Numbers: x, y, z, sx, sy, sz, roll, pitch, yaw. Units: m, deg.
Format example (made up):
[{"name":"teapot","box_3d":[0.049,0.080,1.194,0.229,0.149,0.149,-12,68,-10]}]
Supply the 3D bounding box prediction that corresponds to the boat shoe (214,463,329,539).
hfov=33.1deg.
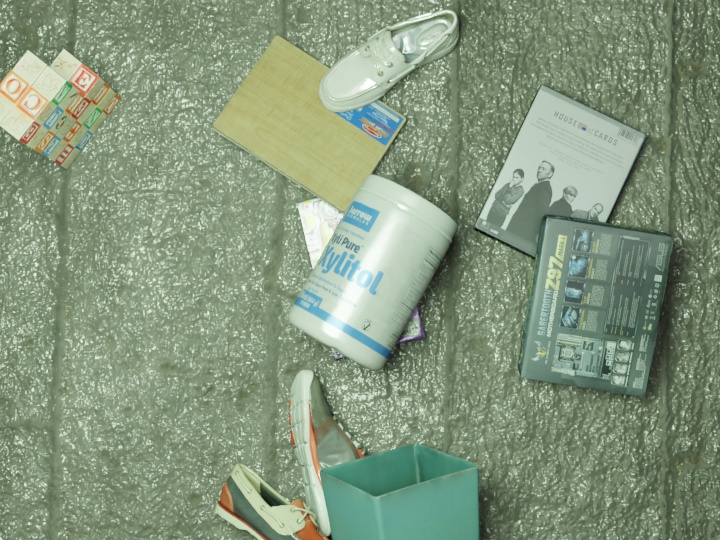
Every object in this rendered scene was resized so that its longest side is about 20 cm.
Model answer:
[{"name":"boat shoe","box_3d":[-0.090,0.298,1.439,0.199,0.071,0.063,24,88,35]}]

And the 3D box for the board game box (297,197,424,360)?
[{"name":"board game box","box_3d":[0.000,0.000,1.511,0.119,0.032,0.202,-14,86,-5]}]

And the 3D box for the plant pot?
[{"name":"plant pot","box_3d":[0.055,0.327,1.413,0.140,0.141,0.203,-11,98,-28]}]

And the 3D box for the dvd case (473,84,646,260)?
[{"name":"dvd case","box_3d":[0.250,-0.111,1.517,0.149,0.025,0.202,26,86,3]}]

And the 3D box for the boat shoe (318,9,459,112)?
[{"name":"boat shoe","box_3d":[0.034,-0.269,1.502,0.199,0.069,0.071,-33,83,-6]}]

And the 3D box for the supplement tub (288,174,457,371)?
[{"name":"supplement tub","box_3d":[0.014,0.004,1.433,0.131,0.132,0.202,28,86,3]}]

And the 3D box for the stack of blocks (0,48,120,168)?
[{"name":"stack of blocks","box_3d":[-0.364,-0.199,1.443,0.058,0.200,0.116,37,88,4]}]

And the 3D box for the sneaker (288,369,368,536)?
[{"name":"sneaker","box_3d":[-0.035,0.217,1.482,0.081,0.077,0.203,-11,92,-18]}]

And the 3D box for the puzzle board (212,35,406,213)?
[{"name":"puzzle board","box_3d":[-0.063,-0.183,1.515,0.199,0.017,0.151,33,72,2]}]

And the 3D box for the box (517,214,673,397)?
[{"name":"box","box_3d":[0.284,0.042,1.475,0.156,0.051,0.203,8,97,1]}]
